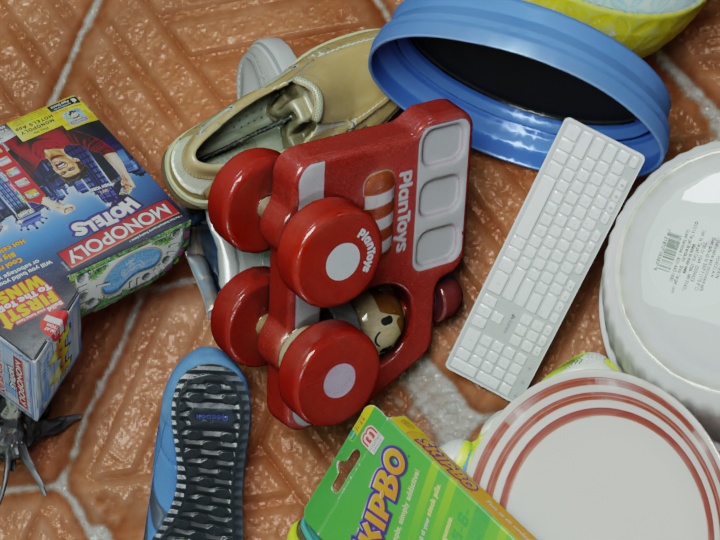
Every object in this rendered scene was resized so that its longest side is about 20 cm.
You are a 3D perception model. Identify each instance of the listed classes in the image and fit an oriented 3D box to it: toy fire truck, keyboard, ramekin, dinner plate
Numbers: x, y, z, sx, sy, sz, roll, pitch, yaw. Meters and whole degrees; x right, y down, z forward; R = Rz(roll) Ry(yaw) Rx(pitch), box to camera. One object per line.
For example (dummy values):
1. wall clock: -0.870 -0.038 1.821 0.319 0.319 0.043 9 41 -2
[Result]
1. toy fire truck: 0.000 0.000 1.394 0.167 0.202 0.112 -15 31 -30
2. keyboard: 0.116 -0.004 1.397 0.056 0.011 0.201 24 119 -1
3. ramekin: 0.244 0.012 1.375 0.198 0.105 0.202 -3 76 13
4. dinner plate: 0.145 0.161 1.311 0.199 0.024 0.202 -3 86 40

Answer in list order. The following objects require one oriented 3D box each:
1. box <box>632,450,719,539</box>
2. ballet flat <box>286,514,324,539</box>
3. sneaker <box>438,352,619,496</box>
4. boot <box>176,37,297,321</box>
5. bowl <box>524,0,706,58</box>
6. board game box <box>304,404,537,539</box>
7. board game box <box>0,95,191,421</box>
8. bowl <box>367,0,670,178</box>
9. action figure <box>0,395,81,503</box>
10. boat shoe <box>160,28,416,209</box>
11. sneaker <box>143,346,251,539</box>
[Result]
1. box: 0.275 0.153 1.335 0.198 0.100 0.096 -14 73 11
2. ballet flat: 0.004 0.237 1.377 0.200 0.066 0.067 53 127 44
3. sneaker: 0.099 0.144 1.395 0.199 0.076 0.105 -36 83 15
4. boot: -0.078 -0.062 1.472 0.095 0.074 0.202 -4 72 -26
5. bowl: 0.126 -0.192 1.443 0.200 0.200 0.108 42 132 19
6. board game box: 0.053 0.179 1.345 0.200 0.030 0.096 41 112 25
7. board game box: -0.221 -0.004 1.438 0.199 0.062 0.200 -26 54 -26
8. bowl: 0.103 -0.118 1.385 0.199 0.201 0.040 16 75 17
9. action figure: -0.261 0.056 1.487 0.118 0.102 0.201 -16 66 -22
10. boat shoe: -0.035 -0.104 1.424 0.199 0.076 0.072 -35 88 -23
11. sneaker: -0.111 0.151 1.459 0.065 0.078 0.202 8 96 -9
